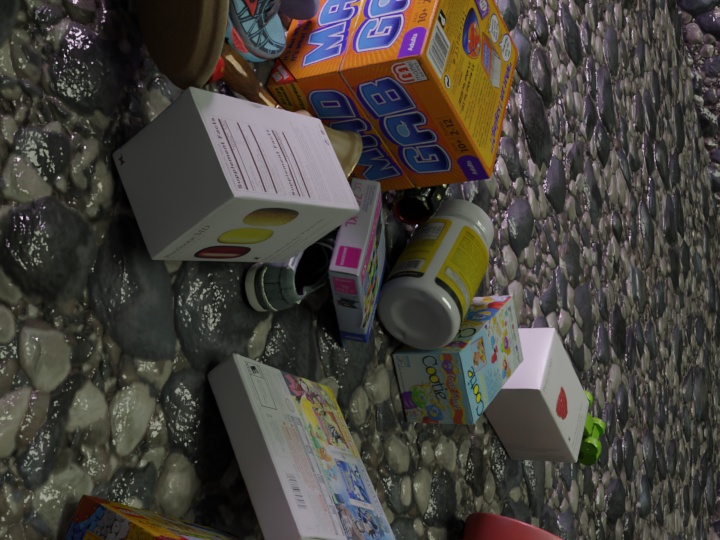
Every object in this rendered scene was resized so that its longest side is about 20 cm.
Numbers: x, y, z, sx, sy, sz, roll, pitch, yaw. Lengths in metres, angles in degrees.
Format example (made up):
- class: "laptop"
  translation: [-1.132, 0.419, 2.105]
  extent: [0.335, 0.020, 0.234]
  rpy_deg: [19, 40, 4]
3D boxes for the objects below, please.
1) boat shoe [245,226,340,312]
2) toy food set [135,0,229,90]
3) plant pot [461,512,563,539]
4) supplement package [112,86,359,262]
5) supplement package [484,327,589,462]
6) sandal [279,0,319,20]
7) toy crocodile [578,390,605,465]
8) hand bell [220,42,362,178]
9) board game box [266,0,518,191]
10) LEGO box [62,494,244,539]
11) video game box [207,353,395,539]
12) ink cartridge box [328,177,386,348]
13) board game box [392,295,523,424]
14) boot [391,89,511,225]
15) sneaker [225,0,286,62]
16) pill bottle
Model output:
- class: "boat shoe"
  translation: [-0.050, -0.005, 1.060]
  extent: [0.200, 0.061, 0.074]
  rpy_deg: [-33, 112, -56]
- class: "toy food set"
  translation: [-0.147, -0.258, 0.816]
  extent: [0.048, 0.198, 0.203]
  rpy_deg: [-9, 125, -30]
- class: "plant pot"
  translation: [0.213, 0.468, 1.343]
  extent: [0.201, 0.198, 0.179]
  rpy_deg: [49, 56, -44]
- class: "supplement package"
  translation: [-0.112, -0.081, 0.891]
  extent: [0.199, 0.113, 0.111]
  rpy_deg: [0, 62, -58]
- class: "supplement package"
  translation: [0.276, 0.201, 1.523]
  extent: [0.201, 0.118, 0.122]
  rpy_deg: [57, 43, -38]
- class: "sandal"
  translation: [-0.092, -0.373, 1.026]
  extent: [0.208, 0.078, 0.060]
  rpy_deg: [68, 34, -41]
- class: "toy crocodile"
  translation: [0.421, 0.291, 1.821]
  extent: [0.201, 0.061, 0.068]
  rpy_deg: [61, 40, -28]
- class: "hand bell"
  translation: [-0.096, -0.172, 1.000]
  extent: [0.200, 0.103, 0.105]
  rpy_deg: [45, 49, -33]
- class: "board game box"
  translation: [0.046, -0.237, 1.113]
  extent: [0.200, 0.197, 0.202]
  rpy_deg: [50, 46, -44]
- class: "LEGO box"
  translation: [-0.134, 0.267, 0.799]
  extent: [0.200, 0.147, 0.078]
  rpy_deg: [37, 72, -52]
- class: "video game box"
  translation: [-0.057, 0.193, 0.956]
  extent: [0.181, 0.047, 0.202]
  rpy_deg: [27, 32, -53]
- class: "ink cartridge box"
  translation: [0.000, 0.000, 1.092]
  extent: [0.201, 0.041, 0.121]
  rpy_deg: [87, 15, -61]
- class: "board game box"
  translation: [0.140, 0.121, 1.323]
  extent: [0.200, 0.102, 0.106]
  rpy_deg: [-35, 117, -55]
- class: "boot"
  translation: [0.117, -0.156, 1.249]
  extent: [0.073, 0.203, 0.155]
  rpy_deg: [29, 61, -14]
- class: "sneaker"
  translation: [-0.103, -0.281, 0.948]
  extent: [0.200, 0.094, 0.080]
  rpy_deg: [57, 34, -59]
- class: "pill bottle"
  translation: [0.107, 0.000, 1.271]
  extent: [0.201, 0.113, 0.115]
  rpy_deg: [-57, 133, -44]
